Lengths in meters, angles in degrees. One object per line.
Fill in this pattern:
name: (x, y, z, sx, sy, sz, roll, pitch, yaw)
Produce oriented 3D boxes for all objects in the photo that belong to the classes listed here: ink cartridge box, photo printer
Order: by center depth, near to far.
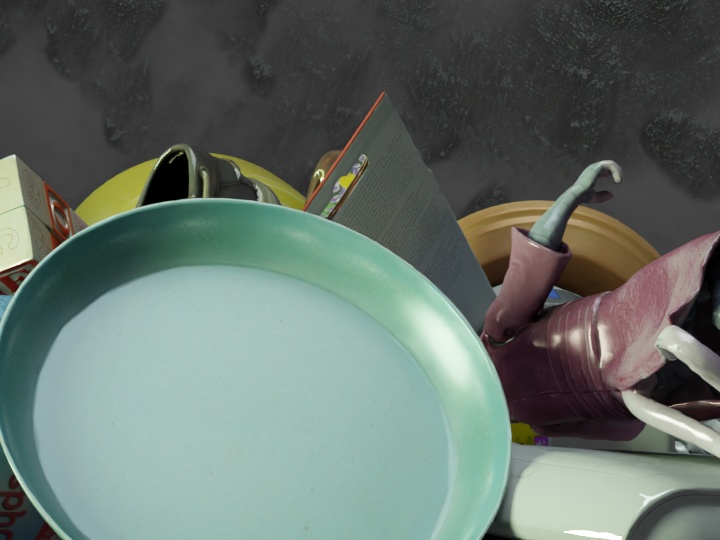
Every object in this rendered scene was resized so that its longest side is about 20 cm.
photo printer: (0.125, 0.110, 0.954, 0.199, 0.070, 0.166, 6, -1, -33)
ink cartridge box: (0.000, 0.000, 1.230, 0.050, 0.109, 0.200, 21, -23, 33)

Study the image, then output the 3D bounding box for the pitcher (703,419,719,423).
pitcher: (0.306, 0.123, 1.544, 0.199, 0.122, 0.172, 18, 9, -24)

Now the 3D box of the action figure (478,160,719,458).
action figure: (0.109, 0.043, 0.995, 0.199, 0.134, 0.149, -12, 31, 38)

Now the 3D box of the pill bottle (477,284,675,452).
pill bottle: (0.104, 0.073, 1.329, 0.113, 0.114, 0.200, 6, 12, -5)

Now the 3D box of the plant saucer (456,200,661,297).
plant saucer: (0.108, 0.058, 1.453, 0.199, 0.201, 0.037, 6, 17, -3)

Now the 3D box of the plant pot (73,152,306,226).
plant pot: (-0.080, 0.045, 1.453, 0.200, 0.202, 0.189, 6, 14, -25)

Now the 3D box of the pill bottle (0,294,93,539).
pill bottle: (-0.159, 0.062, 0.934, 0.199, 0.109, 0.109, 6, -1, -38)

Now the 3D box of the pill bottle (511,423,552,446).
pill bottle: (0.019, 0.085, 1.129, 0.104, 0.105, 0.200, 5, -1, 20)

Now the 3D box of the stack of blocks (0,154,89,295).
stack of blocks: (-0.224, 0.027, 1.140, 0.199, 0.059, 0.115, -21, -28, 11)

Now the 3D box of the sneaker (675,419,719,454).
sneaker: (0.223, 0.087, 1.382, 0.199, 0.147, 0.081, 6, -1, -13)

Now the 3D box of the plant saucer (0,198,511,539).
plant saucer: (-0.042, 0.055, 0.897, 0.199, 0.201, 0.027, 6, -41, -12)

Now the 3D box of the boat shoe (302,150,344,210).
boat shoe: (-0.017, 0.032, 1.335, 0.070, 0.201, 0.070, 19, 4, 29)

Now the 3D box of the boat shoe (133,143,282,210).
boat shoe: (-0.102, 0.029, 1.090, 0.074, 0.201, 0.073, -13, -43, 41)
